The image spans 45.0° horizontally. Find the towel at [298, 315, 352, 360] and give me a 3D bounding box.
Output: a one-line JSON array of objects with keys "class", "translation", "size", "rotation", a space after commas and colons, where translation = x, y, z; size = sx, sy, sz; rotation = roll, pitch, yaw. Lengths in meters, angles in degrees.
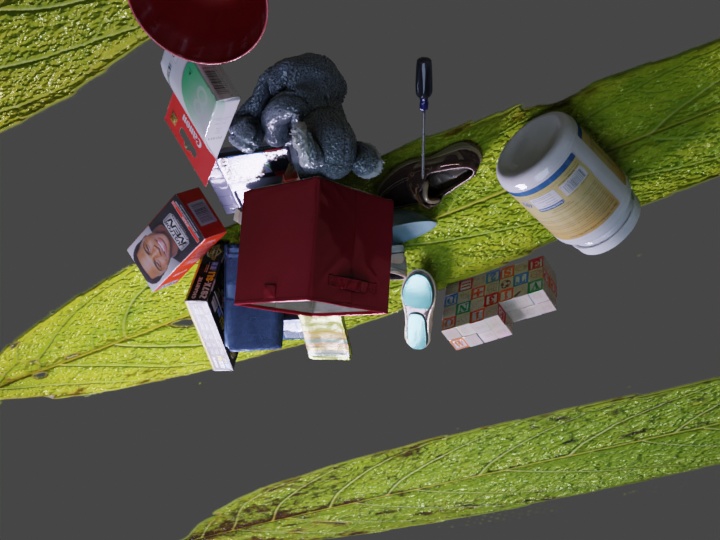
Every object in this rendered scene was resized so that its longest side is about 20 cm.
[{"class": "towel", "translation": [-0.072, 0.096, 1.605], "size": [0.086, 0.018, 0.201], "rotation": [-3, 133, 9]}]

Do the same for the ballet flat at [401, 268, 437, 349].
[{"class": "ballet flat", "translation": [0.113, 0.061, 1.639], "size": [0.069, 0.070, 0.201], "rotation": [8, 131, 5]}]

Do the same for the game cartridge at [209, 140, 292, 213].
[{"class": "game cartridge", "translation": [-0.165, -0.162, 1.495], "size": [0.199, 0.039, 0.130], "rotation": [-6, 138, 18]}]

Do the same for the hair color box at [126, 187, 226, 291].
[{"class": "hair color box", "translation": [-0.340, -0.054, 1.594], "size": [0.200, 0.061, 0.102], "rotation": [-40, 82, 40]}]

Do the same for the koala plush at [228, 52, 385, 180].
[{"class": "koala plush", "translation": [-0.068, -0.205, 1.283], "size": [0.177, 0.200, 0.184], "rotation": [13, 119, -37]}]

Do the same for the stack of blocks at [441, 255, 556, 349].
[{"class": "stack of blocks", "translation": [0.250, 0.060, 1.568], "size": [0.199, 0.115, 0.059], "rotation": [-19, 128, 28]}]

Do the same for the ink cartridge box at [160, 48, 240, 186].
[{"class": "ink cartridge box", "translation": [-0.265, -0.250, 1.346], "size": [0.050, 0.161, 0.200], "rotation": [-14, 151, -39]}]

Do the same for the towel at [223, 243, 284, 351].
[{"class": "towel", "translation": [-0.197, 0.049, 1.613], "size": [0.111, 0.201, 0.049], "rotation": [0, 176, -12]}]

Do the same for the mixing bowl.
[{"class": "mixing bowl", "translation": [-0.214, -0.402, 1.204], "size": [0.199, 0.109, 0.201], "rotation": [6, 137, 6]}]

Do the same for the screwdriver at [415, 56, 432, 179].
[{"class": "screwdriver", "translation": [0.096, -0.234, 1.345], "size": [0.028, 0.029, 0.201], "rotation": [-17, 131, -21]}]

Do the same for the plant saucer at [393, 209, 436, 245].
[{"class": "plant saucer", "translation": [0.030, -0.068, 1.485], "size": [0.200, 0.039, 0.201], "rotation": [-15, 173, -2]}]

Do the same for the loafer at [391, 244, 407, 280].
[{"class": "loafer", "translation": [0.000, 0.000, 1.526], "size": [0.199, 0.063, 0.072], "rotation": [-12, 172, -31]}]

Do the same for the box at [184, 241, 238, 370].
[{"class": "box", "translation": [-0.268, 0.068, 1.661], "size": [0.049, 0.160, 0.201], "rotation": [1, 136, 12]}]

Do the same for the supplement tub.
[{"class": "supplement tub", "translation": [0.322, -0.131, 1.335], "size": [0.200, 0.145, 0.144], "rotation": [39, 131, -25]}]

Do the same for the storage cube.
[{"class": "storage cube", "translation": [-0.071, -0.028, 1.323], "size": [0.199, 0.181, 0.171], "rotation": [-4, 169, 44]}]

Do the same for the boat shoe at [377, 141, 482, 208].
[{"class": "boat shoe", "translation": [0.108, -0.141, 1.424], "size": [0.199, 0.072, 0.072], "rotation": [-20, 128, 30]}]

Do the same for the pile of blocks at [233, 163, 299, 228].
[{"class": "pile of blocks", "translation": [-0.147, -0.104, 1.456], "size": [0.200, 0.062, 0.082], "rotation": [-36, 76, 39]}]

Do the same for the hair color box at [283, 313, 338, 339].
[{"class": "hair color box", "translation": [-0.135, 0.078, 1.684], "size": [0.199, 0.100, 0.061], "rotation": [-2, 134, 14]}]
